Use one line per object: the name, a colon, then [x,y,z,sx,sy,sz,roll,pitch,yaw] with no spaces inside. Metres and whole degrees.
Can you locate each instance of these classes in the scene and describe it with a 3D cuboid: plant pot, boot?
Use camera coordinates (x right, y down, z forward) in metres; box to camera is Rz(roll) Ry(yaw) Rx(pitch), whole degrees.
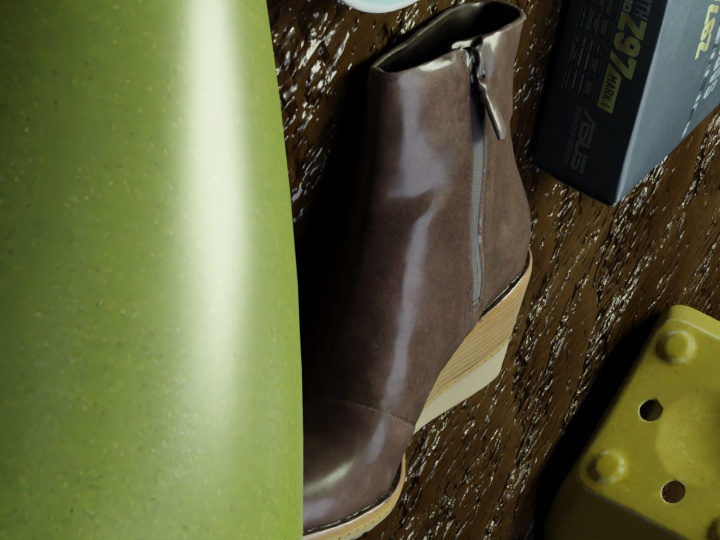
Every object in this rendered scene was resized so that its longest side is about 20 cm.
plant pot: [-0.089,0.015,0.520,0.187,0.186,0.201,8,93,-68]
plant pot: [0.222,0.132,1.364,0.195,0.195,0.200,-58,153,-11]
boot: [0.000,0.000,0.864,0.200,0.072,0.167,-37,136,-47]

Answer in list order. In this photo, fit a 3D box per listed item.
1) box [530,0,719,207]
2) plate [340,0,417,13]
box: [0.151,-0.148,1.028,0.158,0.051,0.201,-40,150,-44]
plate: [0.032,-0.180,0.742,0.200,0.025,0.201,-48,155,-32]
